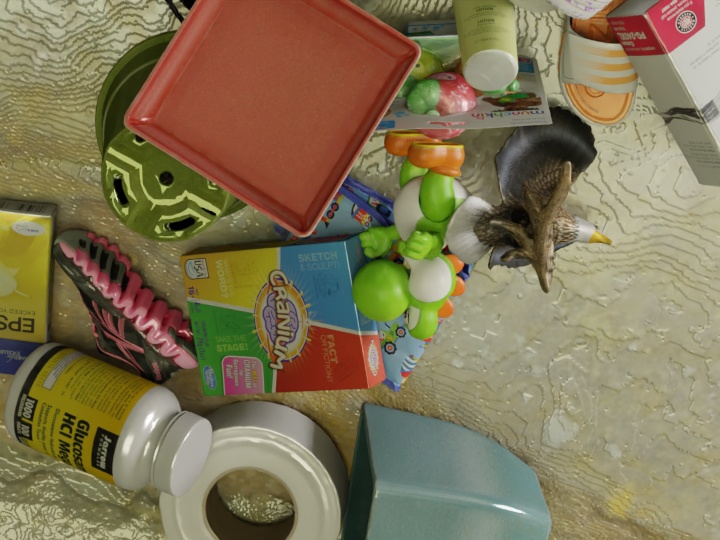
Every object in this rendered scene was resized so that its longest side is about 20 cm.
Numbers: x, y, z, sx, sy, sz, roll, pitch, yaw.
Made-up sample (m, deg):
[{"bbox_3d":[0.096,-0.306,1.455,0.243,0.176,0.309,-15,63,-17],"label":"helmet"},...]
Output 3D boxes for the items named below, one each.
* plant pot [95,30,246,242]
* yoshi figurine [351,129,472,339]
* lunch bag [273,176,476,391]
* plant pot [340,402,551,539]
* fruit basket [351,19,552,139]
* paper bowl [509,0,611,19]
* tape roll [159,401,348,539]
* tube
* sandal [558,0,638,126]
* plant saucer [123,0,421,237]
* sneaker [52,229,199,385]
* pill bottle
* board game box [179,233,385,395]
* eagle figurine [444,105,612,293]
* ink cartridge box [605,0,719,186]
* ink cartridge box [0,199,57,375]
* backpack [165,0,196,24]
[{"bbox_3d":[-0.176,-0.114,1.595,0.198,0.190,0.202,0,111,1],"label":"plant pot"},{"bbox_3d":[0.040,-0.030,1.582,0.111,0.112,0.202,10,108,24],"label":"yoshi figurine"},{"bbox_3d":[0.000,0.000,1.696,0.199,0.094,0.151,32,112,3],"label":"lunch bag"},{"bbox_3d":[0.091,0.274,1.733,0.198,0.197,0.198,6,110,-6],"label":"plant pot"},{"bbox_3d":[0.083,-0.176,1.558,0.183,0.200,0.095,-2,110,3],"label":"fruit basket"},{"bbox_3d":[0.161,-0.319,1.505,0.104,0.201,0.201,-37,106,30],"label":"paper bowl"},{"bbox_3d":[-0.113,0.248,1.779,0.200,0.071,0.204,2,108,5],"label":"tape roll"},{"bbox_3d":[0.114,-0.254,1.541,0.058,0.201,0.052,25,133,-26],"label":"tube"},{"bbox_3d":[0.235,-0.238,1.605,0.078,0.059,0.209,-1,110,3],"label":"sandal"},{"bbox_3d":[-0.078,-0.161,1.466,0.199,0.037,0.201,32,87,6],"label":"plant saucer"},{"bbox_3d":[-0.259,0.047,1.724,0.095,0.079,0.200,-37,104,26],"label":"sneaker"},{"bbox_3d":[-0.260,0.159,1.705,0.199,0.112,0.113,20,111,18],"label":"pill bottle"},{"bbox_3d":[-0.081,0.047,1.677,0.198,0.040,0.155,-5,100,28],"label":"board game box"},{"bbox_3d":[0.176,-0.056,1.604,0.151,0.200,0.151,-39,104,18],"label":"eagle figurine"},{"bbox_3d":[0.351,-0.199,1.577,0.145,0.083,0.201,-37,107,-14],"label":"ink cartridge box"},{"bbox_3d":[-0.422,0.019,1.729,0.196,0.047,0.202,6,108,-1],"label":"ink cartridge box"},{"bbox_3d":[-0.121,-0.283,1.554,0.126,0.167,0.200,-38,111,9],"label":"backpack"}]
